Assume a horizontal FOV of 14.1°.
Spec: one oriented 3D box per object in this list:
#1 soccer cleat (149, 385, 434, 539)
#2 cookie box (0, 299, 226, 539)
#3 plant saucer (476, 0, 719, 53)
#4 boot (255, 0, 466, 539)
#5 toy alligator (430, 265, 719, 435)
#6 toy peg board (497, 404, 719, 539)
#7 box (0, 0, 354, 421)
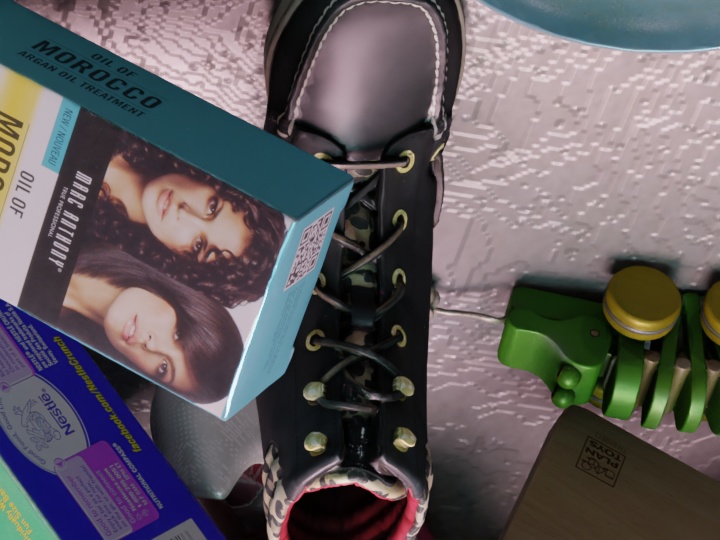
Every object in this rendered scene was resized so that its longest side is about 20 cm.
[{"bbox_3d":[-0.028,0.114,1.219,0.070,0.087,0.200,-20,136,23],"label":"soccer cleat"},{"bbox_3d":[-0.154,0.128,1.173,0.075,0.171,0.200,-26,164,-46],"label":"cookie box"},{"bbox_3d":[0.106,-0.149,0.951,0.199,0.027,0.200,0,141,0],"label":"plant saucer"},{"bbox_3d":[0.001,0.001,1.028,0.073,0.154,0.204,2,142,-11],"label":"boot"},{"bbox_3d":[0.098,0.036,1.150,0.199,0.054,0.059,6,140,-7],"label":"toy alligator"},{"bbox_3d":[0.119,0.190,1.130,0.200,0.199,0.098,30,135,0],"label":"toy peg board"},{"bbox_3d":[-0.108,-0.034,0.985,0.200,0.049,0.082,27,117,14],"label":"box"}]
